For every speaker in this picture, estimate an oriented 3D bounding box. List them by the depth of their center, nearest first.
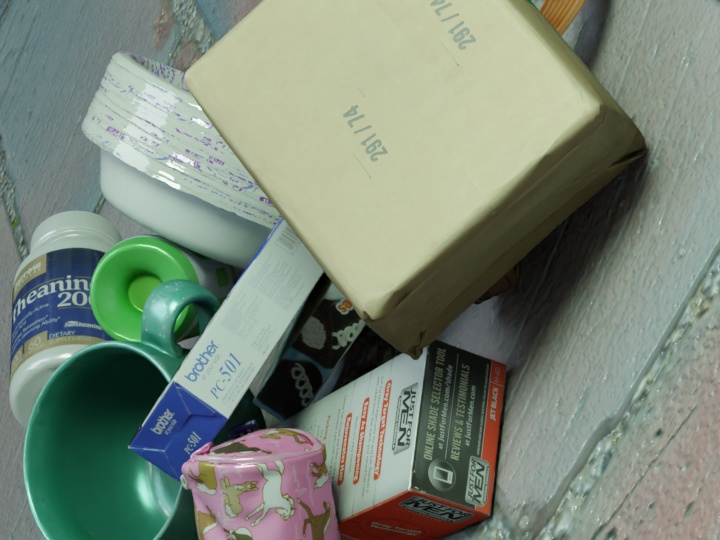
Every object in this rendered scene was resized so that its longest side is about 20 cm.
[{"bbox_3d":[-0.140,0.013,1.735,0.089,0.088,0.200,-66,-7,6],"label":"speaker"}]

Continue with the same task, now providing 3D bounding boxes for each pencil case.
[{"bbox_3d":[-0.055,0.195,1.408,0.086,0.083,0.201,9,109,52],"label":"pencil case"}]

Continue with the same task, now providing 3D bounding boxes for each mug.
[{"bbox_3d":[-0.126,0.117,1.579,0.185,0.114,0.152,-44,61,24],"label":"mug"}]

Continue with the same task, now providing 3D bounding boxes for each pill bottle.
[{"bbox_3d":[-0.241,0.044,1.990,0.111,0.111,0.200,-52,29,32],"label":"pill bottle"}]

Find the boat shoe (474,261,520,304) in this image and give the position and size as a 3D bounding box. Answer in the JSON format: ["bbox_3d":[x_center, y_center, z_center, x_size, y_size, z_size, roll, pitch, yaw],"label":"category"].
[{"bbox_3d":[0.085,-0.061,1.456,0.067,0.072,0.201,-6,50,26],"label":"boat shoe"}]

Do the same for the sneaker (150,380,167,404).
[{"bbox_3d":[-0.122,0.113,1.743,0.200,0.075,0.071,115,180,-77],"label":"sneaker"}]

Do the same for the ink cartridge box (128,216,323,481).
[{"bbox_3d":[-0.071,0.033,1.494,0.200,0.044,0.094,-57,3,-39],"label":"ink cartridge box"}]

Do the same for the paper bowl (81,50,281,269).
[{"bbox_3d":[-0.107,-0.071,1.689,0.105,0.200,0.201,-65,24,5],"label":"paper bowl"}]

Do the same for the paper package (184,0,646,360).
[{"bbox_3d":[0.031,-0.090,1.362,0.191,0.103,0.200,-41,67,5],"label":"paper package"}]

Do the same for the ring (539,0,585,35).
[{"bbox_3d":[0.066,-0.156,1.491,0.200,0.019,0.201,-33,28,20],"label":"ring"}]

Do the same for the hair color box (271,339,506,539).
[{"bbox_3d":[0.009,0.123,1.453,0.200,0.061,0.102,-33,43,54],"label":"hair color box"}]

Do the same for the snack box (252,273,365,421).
[{"bbox_3d":[0.000,0.000,1.545,0.200,0.037,0.116,-55,7,38],"label":"snack box"}]
